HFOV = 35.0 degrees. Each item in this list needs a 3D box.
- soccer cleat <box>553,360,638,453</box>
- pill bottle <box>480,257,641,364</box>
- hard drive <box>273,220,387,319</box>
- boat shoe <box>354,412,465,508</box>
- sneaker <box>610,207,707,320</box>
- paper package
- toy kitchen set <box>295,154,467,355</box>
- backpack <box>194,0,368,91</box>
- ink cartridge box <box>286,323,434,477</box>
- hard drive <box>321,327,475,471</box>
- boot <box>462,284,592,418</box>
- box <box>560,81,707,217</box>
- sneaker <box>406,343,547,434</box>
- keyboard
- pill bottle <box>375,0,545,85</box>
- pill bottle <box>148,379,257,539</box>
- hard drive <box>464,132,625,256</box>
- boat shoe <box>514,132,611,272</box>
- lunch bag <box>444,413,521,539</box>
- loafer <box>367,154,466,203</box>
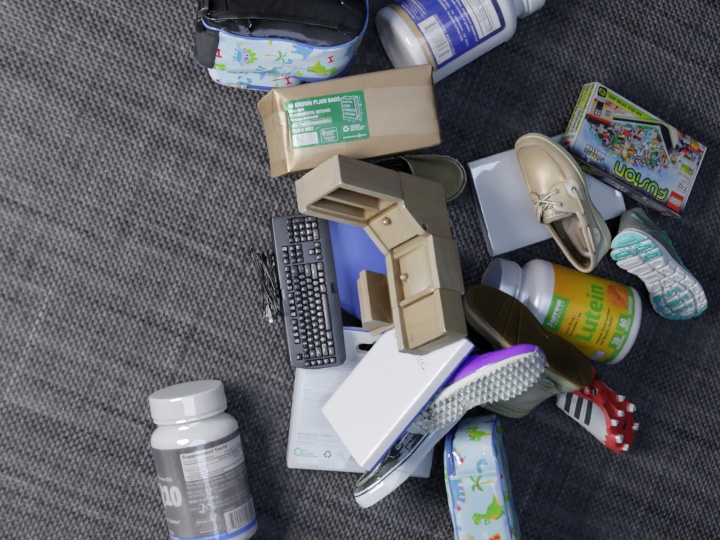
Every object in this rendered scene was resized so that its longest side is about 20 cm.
[{"bbox_3d":[0.315,0.184,1.581,0.200,0.085,0.069,47,61,-34],"label":"soccer cleat"},{"bbox_3d":[0.263,0.049,1.533,0.200,0.111,0.111,16,91,-12],"label":"pill bottle"},{"bbox_3d":[0.005,-0.010,1.512,0.200,0.025,0.132,33,88,-12],"label":"hard drive"},{"bbox_3d":[0.053,0.217,1.487,0.071,0.072,0.200,45,79,-7],"label":"boat shoe"},{"bbox_3d":[0.418,-0.012,1.580,0.078,0.091,0.200,-22,127,31],"label":"sneaker"},{"bbox_3d":[-0.016,-0.184,1.417,0.200,0.191,0.104,-11,94,-10],"label":"paper package"},{"bbox_3d":[0.000,0.000,1.375,0.180,0.163,0.200,12,61,-40],"label":"toy kitchen set"},{"bbox_3d":[-0.096,-0.313,1.398,0.200,0.147,0.183,7,63,-8],"label":"backpack"},{"bbox_3d":[0.009,0.170,1.519,0.199,0.041,0.200,7,99,-12],"label":"ink cartridge box"},{"bbox_3d":[0.044,0.135,1.424,0.025,0.132,0.200,34,98,-35],"label":"hard drive"},{"bbox_3d":[0.181,0.113,1.492,0.200,0.155,0.072,36,51,-12],"label":"boot"},{"bbox_3d":[0.371,-0.162,1.557,0.200,0.035,0.110,25,82,-21],"label":"box"},{"bbox_3d":[0.129,0.119,1.415,0.200,0.100,0.070,-27,138,20],"label":"sneaker"},{"bbox_3d":[-0.080,0.028,1.448,0.104,0.040,0.200,-8,86,-1],"label":"keyboard"},{"bbox_3d":[0.132,-0.330,1.473,0.200,0.120,0.120,-32,100,-8],"label":"pill bottle"},{"bbox_3d":[-0.203,0.247,1.452,0.114,0.114,0.200,-12,96,-10],"label":"pill bottle"},{"bbox_3d":[0.253,-0.111,1.562,0.200,0.027,0.132,-18,98,-10],"label":"hard drive"},{"bbox_3d":[0.263,-0.089,1.507,0.200,0.072,0.065,57,42,-15],"label":"boat shoe"},{"bbox_3d":[0.162,0.298,1.510,0.082,0.161,0.200,-9,99,12],"label":"lunch bag"},{"bbox_3d":[0.061,-0.112,1.480,0.200,0.067,0.076,-10,90,-30],"label":"loafer"}]
